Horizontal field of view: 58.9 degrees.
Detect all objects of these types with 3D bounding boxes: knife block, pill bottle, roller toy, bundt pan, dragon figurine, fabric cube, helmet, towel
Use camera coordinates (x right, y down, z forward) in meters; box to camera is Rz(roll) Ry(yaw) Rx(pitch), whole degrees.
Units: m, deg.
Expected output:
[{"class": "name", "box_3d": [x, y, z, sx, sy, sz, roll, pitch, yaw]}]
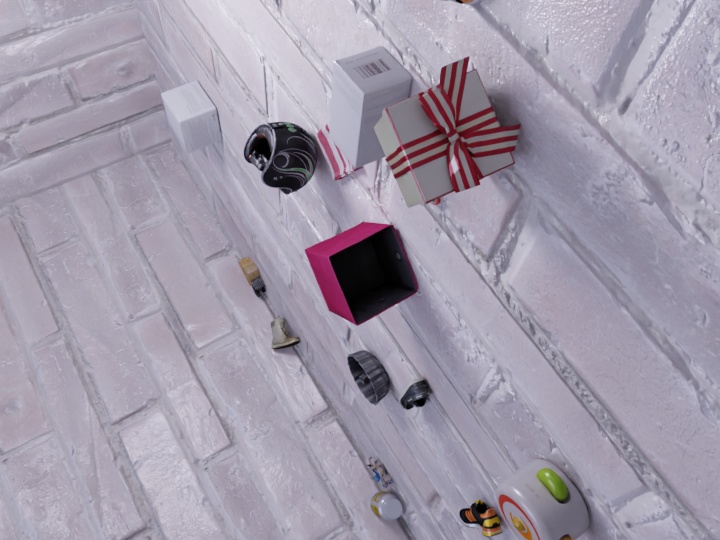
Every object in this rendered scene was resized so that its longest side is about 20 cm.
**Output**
[{"class": "knife block", "box_3d": [-0.580, 0.043, 3.446, 0.200, 0.064, 0.176, 45, 153, 42]}, {"class": "pill bottle", "box_3d": [0.121, 1.064, 2.879, 0.113, 0.112, 0.200, 61, 161, 6]}, {"class": "roller toy", "box_3d": [0.398, 0.532, 1.419, 0.201, 0.139, 0.182, 64, 161, -5]}, {"class": "bundt pan", "box_3d": [0.035, 0.368, 2.247, 0.202, 0.075, 0.202, 52, 158, 31]}, {"class": "dragon figurine", "box_3d": [0.080, 0.905, 2.858, 0.100, 0.059, 0.200, 67, 159, -9]}, {"class": "fabric cube", "box_3d": [0.000, 0.000, 1.676, 0.197, 0.199, 0.199, 67, 163, -14]}, {"class": "helmet", "box_3d": [-0.217, -0.323, 1.831, 0.199, 0.190, 0.201, -8, 78, 44]}, {"class": "towel", "box_3d": [-0.064, -0.318, 1.694, 0.145, 0.023, 0.200, 67, 161, -7]}]

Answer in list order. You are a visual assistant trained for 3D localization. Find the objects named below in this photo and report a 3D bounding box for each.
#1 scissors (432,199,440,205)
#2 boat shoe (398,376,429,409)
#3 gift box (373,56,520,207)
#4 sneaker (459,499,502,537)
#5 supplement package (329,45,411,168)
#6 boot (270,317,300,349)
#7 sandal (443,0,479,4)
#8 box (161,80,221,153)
[{"class": "scissors", "box_3d": [0.112, -0.219, 1.376, 0.200, 0.014, 0.073, 50, 157, 33]}, {"class": "boat shoe", "box_3d": [0.165, 0.392, 1.947, 0.068, 0.071, 0.200, 59, 159, 23]}, {"class": "gift box", "box_3d": [0.142, -0.223, 1.052, 0.185, 0.199, 0.187, 61, 177, -6]}, {"class": "sneaker", "box_3d": [0.356, 0.725, 1.913, 0.200, 0.070, 0.091, 165, 94, -70]}, {"class": "supplement package", "box_3d": [0.015, -0.332, 1.312, 0.117, 0.116, 0.201, 52, 154, 27]}, {"class": "boot", "box_3d": [-0.393, 0.318, 3.287, 0.199, 0.072, 0.156, -18, 72, 41]}, {"class": "sandal", "box_3d": [0.111, -0.462, 0.990, 0.207, 0.059, 0.079, 47, 155, 40]}, {"class": "box", "box_3d": [-0.721, -0.657, 2.735, 0.199, 0.171, 0.200, 54, 159, 26]}]
